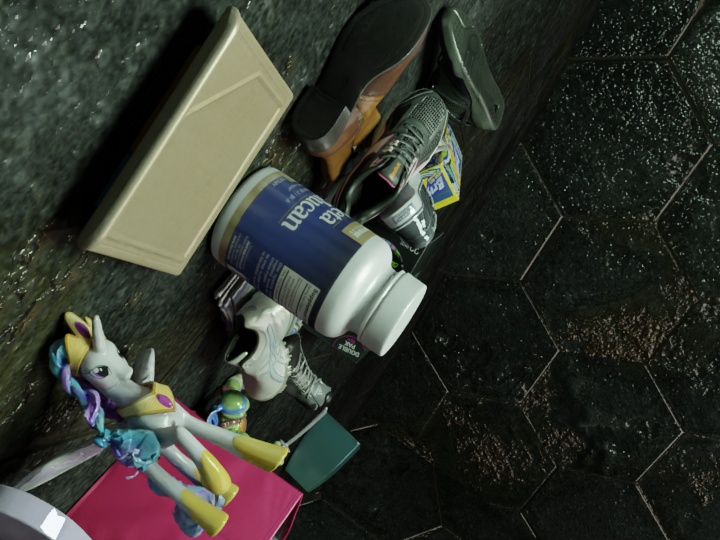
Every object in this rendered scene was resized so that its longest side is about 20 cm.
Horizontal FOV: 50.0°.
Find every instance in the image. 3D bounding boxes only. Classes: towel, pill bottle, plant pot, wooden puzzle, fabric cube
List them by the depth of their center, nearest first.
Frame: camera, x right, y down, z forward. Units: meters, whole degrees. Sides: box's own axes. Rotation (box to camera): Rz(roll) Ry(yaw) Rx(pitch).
[{"bbox_3d":[-0.126,-0.088,0.583,0.186,0.037,0.200,-57,174,-1],"label":"wooden puzzle"},{"bbox_3d":[-0.039,-0.005,0.761,0.111,0.199,0.111,-54,170,-14],"label":"pill bottle"},{"bbox_3d":[-0.214,0.319,0.938,0.200,0.199,0.197,-49,167,-35],"label":"fabric cube"},{"bbox_3d":[-0.120,0.016,0.944,0.147,0.024,0.200,-53,170,-20],"label":"towel"},{"bbox_3d":[-0.118,0.539,2.247,0.200,0.141,0.141,-47,168,-14],"label":"plant pot"}]

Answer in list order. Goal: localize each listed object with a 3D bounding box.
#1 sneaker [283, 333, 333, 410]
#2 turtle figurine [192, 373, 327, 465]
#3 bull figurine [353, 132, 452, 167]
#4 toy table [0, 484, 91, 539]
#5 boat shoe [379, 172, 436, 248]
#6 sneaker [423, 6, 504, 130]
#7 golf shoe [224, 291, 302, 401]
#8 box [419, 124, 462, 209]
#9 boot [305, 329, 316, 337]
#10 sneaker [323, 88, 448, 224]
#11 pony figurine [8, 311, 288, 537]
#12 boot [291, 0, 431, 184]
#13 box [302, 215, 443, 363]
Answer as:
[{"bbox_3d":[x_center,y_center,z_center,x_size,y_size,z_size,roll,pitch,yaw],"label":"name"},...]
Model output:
[{"bbox_3d":[-0.092,0.175,1.301,0.075,0.115,0.200,-52,169,-24],"label":"sneaker"},{"bbox_3d":[-0.150,0.221,1.097,0.200,0.144,0.194,-41,166,-44],"label":"turtle figurine"},{"bbox_3d":[0.058,-0.168,1.044,0.120,0.066,0.200,-19,-174,12],"label":"bull figurine"},{"bbox_3d":[-0.274,0.258,0.580,0.201,0.182,0.118,94,13,-46],"label":"toy table"},{"bbox_3d":[0.065,-0.078,0.994,0.072,0.068,0.200,-36,-165,9],"label":"boat shoe"},{"bbox_3d":[0.120,-0.272,1.068,0.200,0.113,0.077,53,52,-50],"label":"sneaker"},{"bbox_3d":[-0.130,0.094,0.926,0.097,0.078,0.201,-26,146,-39],"label":"golf shoe"},{"bbox_3d":[0.111,-0.157,1.177,0.070,0.065,0.200,-22,-159,19],"label":"box"},{"bbox_3d":[-0.034,0.068,1.409,0.139,0.077,0.200,-60,-177,-7],"label":"boot"},{"bbox_3d":[0.039,-0.123,0.912,0.201,0.080,0.086,-55,-165,3],"label":"sneaker"},{"bbox_3d":[-0.183,0.134,0.642,0.193,0.200,0.167,-45,-172,45],"label":"pony figurine"},{"bbox_3d":[0.012,-0.185,0.832,0.189,0.068,0.200,-57,171,0],"label":"boot"},{"bbox_3d":[0.000,0.000,1.105,0.201,0.148,0.124,-60,170,18],"label":"box"}]
